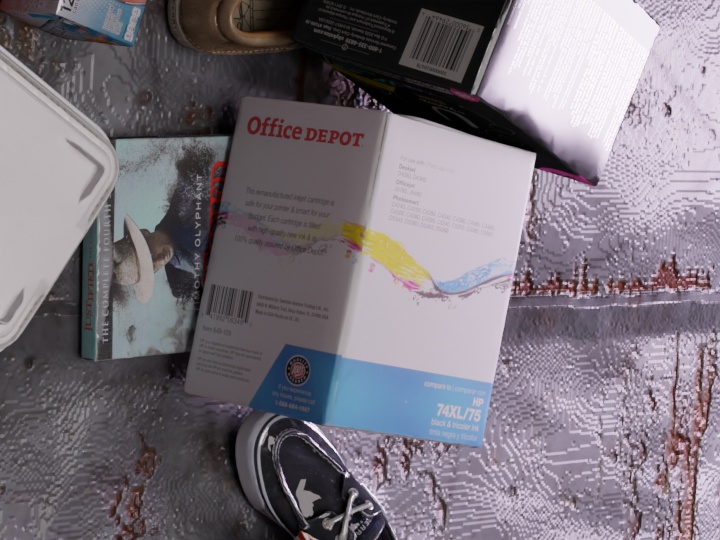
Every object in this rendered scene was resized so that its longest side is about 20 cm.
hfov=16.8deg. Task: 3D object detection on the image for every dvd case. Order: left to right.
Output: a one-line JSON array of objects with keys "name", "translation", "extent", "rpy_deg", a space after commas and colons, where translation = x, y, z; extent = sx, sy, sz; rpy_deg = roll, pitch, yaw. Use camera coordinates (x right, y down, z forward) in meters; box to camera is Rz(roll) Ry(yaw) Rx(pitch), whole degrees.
[{"name": "dvd case", "translation": [-0.097, -0.019, 1.613], "extent": [0.200, 0.022, 0.146], "rpy_deg": [-3, 99, -40]}]

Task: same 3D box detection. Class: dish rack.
[{"name": "dish rack", "translation": [-0.242, -0.056, 1.457], "extent": [0.200, 0.044, 0.172], "rpy_deg": [40, 73, -33]}]

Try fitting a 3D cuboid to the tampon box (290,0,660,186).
[{"name": "tampon box", "translation": [0.079, -0.157, 1.607], "extent": [0.200, 0.150, 0.126], "rpy_deg": [30, 81, -57]}]

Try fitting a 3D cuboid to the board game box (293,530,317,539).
[{"name": "board game box", "translation": [-0.015, 0.279, 1.671], "extent": [0.200, 0.046, 0.152], "rpy_deg": [32, 105, -39]}]

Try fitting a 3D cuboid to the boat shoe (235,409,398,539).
[{"name": "boat shoe", "translation": [-0.016, 0.174, 1.681], "extent": [0.072, 0.068, 0.200], "rpy_deg": [-44, 122, -27]}]

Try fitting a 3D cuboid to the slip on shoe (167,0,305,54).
[{"name": "slip on shoe", "translation": [-0.033, -0.184, 1.617], "extent": [0.200, 0.061, 0.076], "rpy_deg": [-13, 105, -39]}]

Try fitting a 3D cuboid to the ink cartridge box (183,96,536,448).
[{"name": "ink cartridge box", "translation": [0.000, 0.000, 1.589], "extent": [0.146, 0.147, 0.200], "rpy_deg": [12, 89, -43]}]

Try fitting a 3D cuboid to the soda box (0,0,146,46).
[{"name": "soda box", "translation": [-0.153, -0.241, 1.498], "extent": [0.064, 0.068, 0.200], "rpy_deg": [19, 85, -41]}]
